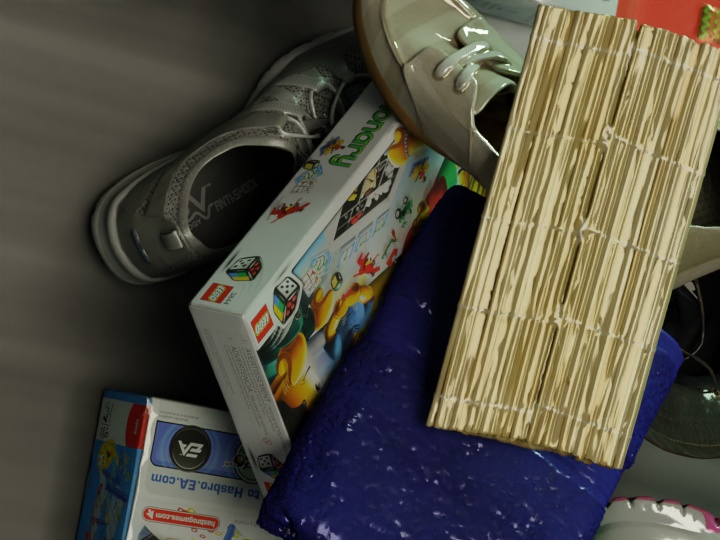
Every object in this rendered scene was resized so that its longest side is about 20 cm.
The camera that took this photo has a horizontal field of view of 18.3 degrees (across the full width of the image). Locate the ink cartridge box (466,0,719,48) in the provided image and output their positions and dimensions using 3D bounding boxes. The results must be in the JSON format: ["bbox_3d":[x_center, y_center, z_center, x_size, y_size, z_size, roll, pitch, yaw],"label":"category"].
[{"bbox_3d":[0.126,-0.200,1.154,0.199,0.050,0.163,13,78,-6],"label":"ink cartridge box"}]

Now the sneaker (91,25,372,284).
[{"bbox_3d":[-0.032,-0.053,1.092,0.200,0.082,0.075,-39,111,-24],"label":"sneaker"}]

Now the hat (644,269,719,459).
[{"bbox_3d":[0.155,0.023,1.200,0.200,0.081,0.201,15,59,-27],"label":"hat"}]

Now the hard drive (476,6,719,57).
[{"bbox_3d":[0.140,-0.123,1.187,0.200,0.027,0.132,-29,71,-27],"label":"hard drive"}]

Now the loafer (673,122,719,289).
[{"bbox_3d":[0.194,-0.045,1.140,0.200,0.068,0.076,-29,75,-29],"label":"loafer"}]

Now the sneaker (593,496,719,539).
[{"bbox_3d":[0.215,0.179,1.213,0.199,0.081,0.089,6,74,1],"label":"sneaker"}]

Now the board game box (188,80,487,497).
[{"bbox_3d":[0.000,0.000,1.069,0.200,0.035,0.126,-53,140,-35],"label":"board game box"}]

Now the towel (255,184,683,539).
[{"bbox_3d":[0.053,0.077,1.050,0.148,0.050,0.200,36,61,-8],"label":"towel"}]

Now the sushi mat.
[{"bbox_3d":[0.100,-0.015,1.011,0.095,0.012,0.201,15,92,-7],"label":"sushi mat"}]

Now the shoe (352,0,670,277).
[{"bbox_3d":[0.073,-0.065,1.042,0.070,0.053,0.200,-42,97,-30],"label":"shoe"}]

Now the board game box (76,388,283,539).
[{"bbox_3d":[-0.047,0.172,1.107,0.200,0.056,0.197,13,85,-31],"label":"board game box"}]
